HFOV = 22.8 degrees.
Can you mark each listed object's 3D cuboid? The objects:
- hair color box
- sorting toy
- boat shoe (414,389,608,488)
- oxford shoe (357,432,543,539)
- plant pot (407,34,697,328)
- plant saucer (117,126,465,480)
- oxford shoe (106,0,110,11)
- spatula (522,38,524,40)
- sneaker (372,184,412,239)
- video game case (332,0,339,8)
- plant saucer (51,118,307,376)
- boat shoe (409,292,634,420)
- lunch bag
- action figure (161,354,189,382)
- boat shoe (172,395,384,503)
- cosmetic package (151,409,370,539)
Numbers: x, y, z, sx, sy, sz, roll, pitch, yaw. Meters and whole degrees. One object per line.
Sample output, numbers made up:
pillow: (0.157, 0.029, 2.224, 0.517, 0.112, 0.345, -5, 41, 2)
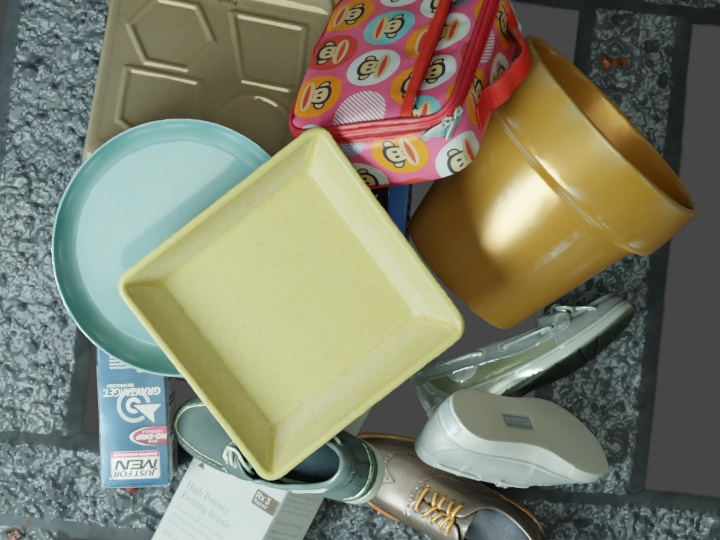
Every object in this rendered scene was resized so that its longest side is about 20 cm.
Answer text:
hair color box: (-0.189, 0.075, 1.504, 0.060, 0.100, 0.202, -2, 92, -1)
sorting toy: (-0.121, -0.149, 1.450, 0.183, 0.037, 0.202, 10, 69, -9)
boat shoe: (0.128, 0.154, 1.510, 0.068, 0.199, 0.072, -42, 56, 31)
oxford shoe: (0.071, 0.196, 1.526, 0.198, 0.073, 0.072, 25, 92, -3)
plant pot: (0.144, -0.059, 1.480, 0.200, 0.200, 0.183, 45, 106, -3)
plant saucer: (-0.053, 0.024, 1.377, 0.199, 0.048, 0.201, -37, 101, 0)
oxford shoe: (-0.186, -0.251, 1.507, 0.072, 0.071, 0.202, -14, 93, 3)
spatula: (0.056, -0.226, 1.540, 0.199, 0.021, 0.057, 36, 96, 0)
sneaker: (0.000, 0.000, 1.530, 0.077, 0.070, 0.202, 4, 89, 6)
video game case: (-0.023, -0.198, 1.529, 0.198, 0.017, 0.144, -20, 93, 6)
plant saucer: (-0.141, -0.018, 1.396, 0.198, 0.027, 0.202, -1, 98, -7)
boat shoe: (0.140, 0.069, 1.534, 0.201, 0.074, 0.065, -30, 74, 6)
lunch bag: (0.048, -0.155, 1.411, 0.174, 0.201, 0.082, -4, 136, 26)
action figure: (-0.118, -0.008, 1.484, 0.069, 0.130, 0.202, 10, 77, -6)
boat shoe: (-0.077, 0.138, 1.438, 0.198, 0.062, 0.074, 15, 86, 29)
cosmetic package: (-0.085, 0.174, 1.509, 0.101, 0.074, 0.201, 27, 92, 30)
